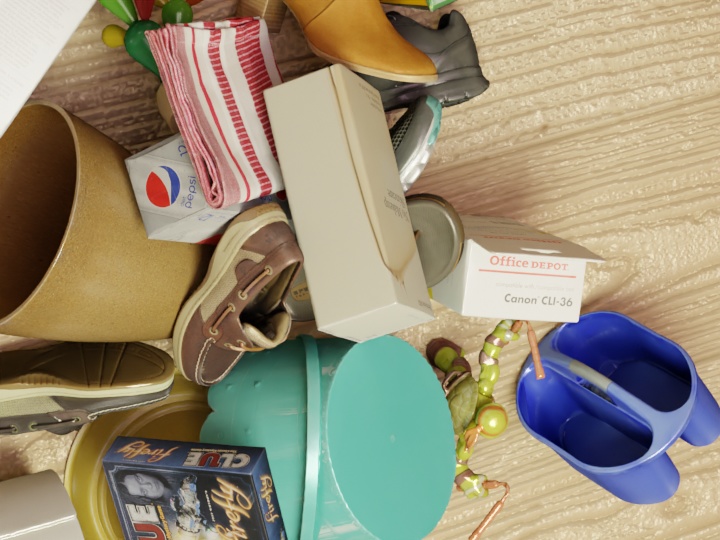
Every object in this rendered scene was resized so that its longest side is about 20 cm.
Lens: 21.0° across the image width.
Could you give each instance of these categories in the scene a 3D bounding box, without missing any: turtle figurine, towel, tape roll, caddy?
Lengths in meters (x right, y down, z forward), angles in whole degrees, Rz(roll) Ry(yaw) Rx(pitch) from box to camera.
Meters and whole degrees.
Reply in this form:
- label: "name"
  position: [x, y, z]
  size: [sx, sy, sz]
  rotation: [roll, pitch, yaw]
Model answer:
- label: "turtle figurine"
  position: [0.089, 0.127, 1.719]
  size: [0.064, 0.161, 0.202]
  rotation: [8, 97, -22]
- label: "towel"
  position: [-0.095, -0.129, 1.534]
  size: [0.023, 0.200, 0.145]
  rotation: [-19, 92, 22]
- label: "tape roll"
  position: [-0.293, 0.275, 1.577]
  size: [0.138, 0.203, 0.205]
  rotation: [-14, 105, -18]
- label: "caddy"
  position: [0.229, 0.119, 1.761]
  size: [0.142, 0.200, 0.105]
  rotation: [-50, 129, -8]

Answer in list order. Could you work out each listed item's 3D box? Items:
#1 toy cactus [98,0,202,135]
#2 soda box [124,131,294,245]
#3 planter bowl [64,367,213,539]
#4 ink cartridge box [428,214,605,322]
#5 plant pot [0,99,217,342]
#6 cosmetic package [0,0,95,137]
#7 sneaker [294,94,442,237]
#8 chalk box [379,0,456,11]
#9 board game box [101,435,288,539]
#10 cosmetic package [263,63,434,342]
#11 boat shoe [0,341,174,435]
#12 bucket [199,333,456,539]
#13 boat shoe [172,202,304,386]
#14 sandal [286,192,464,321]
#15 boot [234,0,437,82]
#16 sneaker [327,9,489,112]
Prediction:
- label: "toy cactus"
  position: [-0.135, -0.153, 1.575]
  size: [0.102, 0.165, 0.201]
  rotation: [-27, 118, 5]
- label: "soda box"
  position: [-0.109, -0.062, 1.565]
  size: [0.063, 0.200, 0.069]
  rotation: [-22, 81, 20]
- label: "planter bowl"
  position: [-0.150, 0.191, 1.680]
  size: [0.199, 0.083, 0.202]
  rotation: [-4, 102, -20]
- label: "ink cartridge box"
  position: [0.117, -0.001, 1.684]
  size: [0.115, 0.200, 0.068]
  rotation: [3, 99, -21]
- label: "plant pot"
  position: [-0.206, -0.019, 1.581]
  size: [0.199, 0.186, 0.188]
  rotation: [20, 93, -40]
- label: "cosmetic package"
  position: [-0.268, -0.206, 1.548]
  size: [0.074, 0.102, 0.201]
  rotation: [37, 87, -23]
- label: "sneaker"
  position: [-0.011, -0.082, 1.661]
  size: [0.091, 0.078, 0.200]
  rotation: [37, 113, -12]
- label: "chalk box"
  position: [0.104, -0.317, 1.660]
  size: [0.199, 0.124, 0.125]
  rotation: [-26, 109, -16]
- label: "board game box"
  position: [-0.124, 0.228, 1.593]
  size: [0.134, 0.035, 0.201]
  rotation: [2, 124, 22]
- label: "cosmetic package"
  position: [-0.009, -0.052, 1.557]
  size: [0.073, 0.103, 0.202]
  rotation: [-18, 77, 16]
- label: "boat shoe"
  position: [-0.250, 0.102, 1.621]
  size: [0.198, 0.073, 0.065]
  rotation: [-2, 123, 5]
- label: "bucket"
  position: [-0.023, 0.150, 1.646]
  size: [0.206, 0.134, 0.209]
  rotation: [19, 66, -48]
- label: "boat shoe"
  position: [-0.092, 0.036, 1.558]
  size: [0.072, 0.072, 0.201]
  rotation: [-18, 149, -41]
- label: "sandal"
  position: [0.000, 0.000, 1.633]
  size: [0.199, 0.055, 0.082]
  rotation: [-19, 111, 26]
- label: "boot"
  position: [-0.009, -0.247, 1.608]
  size: [0.200, 0.071, 0.145]
  rotation: [23, 105, 20]
- label: "sneaker"
  position: [0.012, -0.176, 1.688]
  size: [0.198, 0.076, 0.092]
  rotation: [-13, 93, -22]
